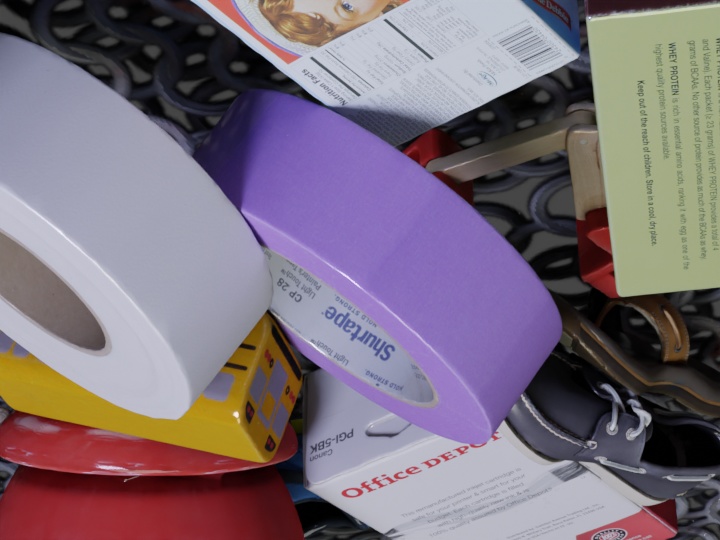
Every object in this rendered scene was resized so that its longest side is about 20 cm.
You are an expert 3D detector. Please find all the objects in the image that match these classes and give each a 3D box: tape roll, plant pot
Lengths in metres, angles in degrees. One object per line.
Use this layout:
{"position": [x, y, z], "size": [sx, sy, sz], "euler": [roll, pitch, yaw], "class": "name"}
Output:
{"position": [0.000, 0.000, 1.021], "size": [0.200, 0.066, 0.200], "euler": [34, 167, 9], "class": "tape roll"}
{"position": [-0.123, 0.166, 1.206], "size": [0.199, 0.184, 0.200], "euler": [2, -175, 0], "class": "plant pot"}
{"position": [-0.141, -0.020, 0.993], "size": [0.202, 0.071, 0.203], "euler": [33, 159, 14], "class": "tape roll"}

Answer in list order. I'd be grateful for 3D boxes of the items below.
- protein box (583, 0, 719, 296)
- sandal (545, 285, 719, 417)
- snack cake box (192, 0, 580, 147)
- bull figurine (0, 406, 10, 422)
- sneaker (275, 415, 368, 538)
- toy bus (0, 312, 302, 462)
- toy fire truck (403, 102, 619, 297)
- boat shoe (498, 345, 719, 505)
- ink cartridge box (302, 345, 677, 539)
{"position": [0.200, -0.106, 0.907], "size": [0.198, 0.136, 0.199], "euler": [-6, 145, 8], "class": "protein box"}
{"position": [0.160, 0.036, 1.173], "size": [0.199, 0.082, 0.055], "euler": [22, 99, -47], "class": "sandal"}
{"position": [-0.006, -0.145, 0.907], "size": [0.115, 0.068, 0.200], "euler": [-23, 140, 31], "class": "snack cake box"}
{"position": [-0.278, 0.065, 1.190], "size": [0.200, 0.065, 0.122], "euler": [-28, 105, 44], "class": "bull figurine"}
{"position": [-0.083, 0.146, 1.317], "size": [0.199, 0.079, 0.066], "euler": [-9, 147, 14], "class": "sneaker"}
{"position": [-0.132, 0.042, 1.119], "size": [0.199, 0.079, 0.065], "euler": [10, 153, 23], "class": "toy bus"}
{"position": [0.126, -0.048, 1.065], "size": [0.199, 0.049, 0.141], "euler": [-28, 137, 33], "class": "toy fire truck"}
{"position": [0.141, 0.079, 1.174], "size": [0.062, 0.073, 0.200], "euler": [-19, 147, 34], "class": "boat shoe"}
{"position": [0.079, 0.112, 1.264], "size": [0.146, 0.083, 0.200], "euler": [-24, 140, 29], "class": "ink cartridge box"}
